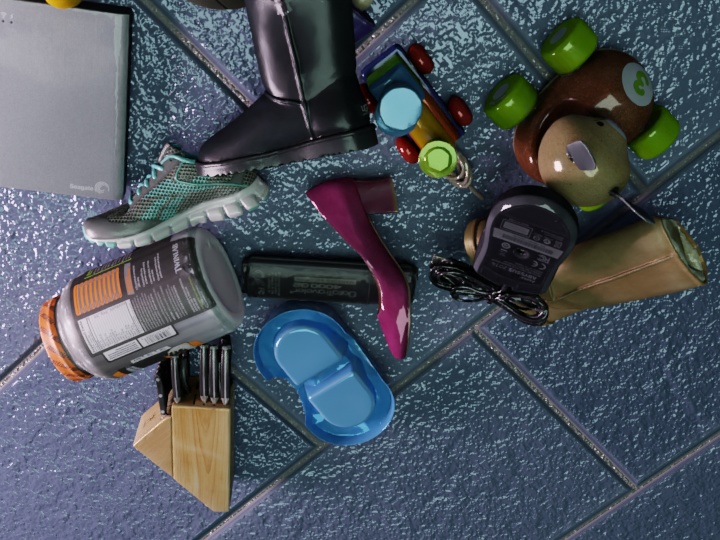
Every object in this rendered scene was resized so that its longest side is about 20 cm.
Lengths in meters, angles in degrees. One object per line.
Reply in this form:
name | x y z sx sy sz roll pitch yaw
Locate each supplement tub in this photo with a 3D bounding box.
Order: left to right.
supplement tub | -0.238 0.041 1.102 0.199 0.123 0.123 -22 116 10

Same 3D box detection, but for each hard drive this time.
hard drive | -0.308 -0.175 1.039 0.138 0.033 0.201 6 117 -5

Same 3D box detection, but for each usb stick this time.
usb stick | -0.034 0.011 1.143 0.198 0.033 0.056 3 124 -3

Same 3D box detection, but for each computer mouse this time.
computer mouse | 0.157 -0.028 1.020 0.138 0.053 0.200 23 146 1

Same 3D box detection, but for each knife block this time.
knife block | -0.173 0.171 1.203 0.175 0.064 0.200 -38 112 17

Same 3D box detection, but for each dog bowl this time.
dog bowl | -0.041 0.116 1.186 0.111 0.050 0.200 -32 113 14

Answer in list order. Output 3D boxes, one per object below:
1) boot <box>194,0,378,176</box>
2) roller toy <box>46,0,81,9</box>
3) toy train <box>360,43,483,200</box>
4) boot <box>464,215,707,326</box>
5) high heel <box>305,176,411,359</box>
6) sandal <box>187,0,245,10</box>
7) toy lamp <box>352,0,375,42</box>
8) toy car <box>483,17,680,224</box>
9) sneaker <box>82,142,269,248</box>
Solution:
boot | -0.085 -0.185 0.973 0.199 0.076 0.169 -8 100 25
roller toy | -0.289 -0.340 0.873 0.139 0.200 0.184 -17 81 7
toy train | 0.079 -0.126 1.027 0.084 0.116 0.200 -34 113 16
boot | 0.235 -0.021 1.071 0.199 0.066 0.175 -20 132 41
high heel | 0.000 0.000 1.090 0.095 0.067 0.202 -8 84 -5
sandal | -0.092 -0.304 0.966 0.200 0.058 0.080 -17 155 -10
toy lamp | 0.030 -0.293 0.974 0.058 0.058 0.200 39 110 -19
toy car | 0.230 -0.124 0.984 0.164 0.200 0.158 40 110 -20
sneaker | -0.200 -0.087 1.065 0.199 0.078 0.092 -20 109 -9
